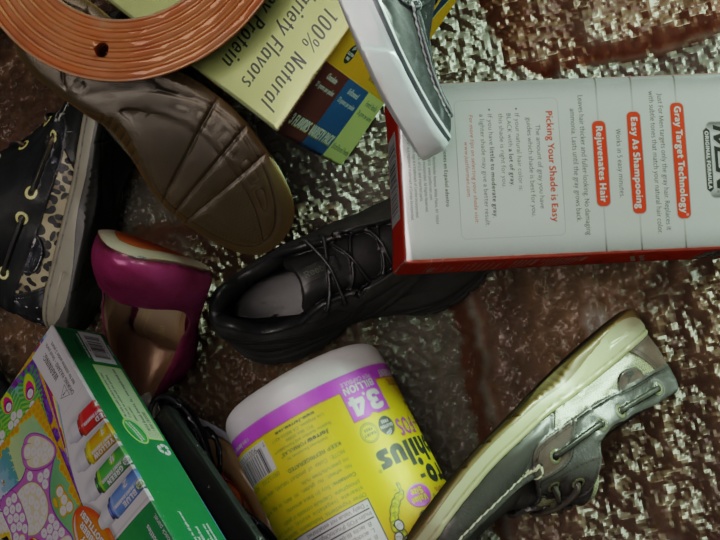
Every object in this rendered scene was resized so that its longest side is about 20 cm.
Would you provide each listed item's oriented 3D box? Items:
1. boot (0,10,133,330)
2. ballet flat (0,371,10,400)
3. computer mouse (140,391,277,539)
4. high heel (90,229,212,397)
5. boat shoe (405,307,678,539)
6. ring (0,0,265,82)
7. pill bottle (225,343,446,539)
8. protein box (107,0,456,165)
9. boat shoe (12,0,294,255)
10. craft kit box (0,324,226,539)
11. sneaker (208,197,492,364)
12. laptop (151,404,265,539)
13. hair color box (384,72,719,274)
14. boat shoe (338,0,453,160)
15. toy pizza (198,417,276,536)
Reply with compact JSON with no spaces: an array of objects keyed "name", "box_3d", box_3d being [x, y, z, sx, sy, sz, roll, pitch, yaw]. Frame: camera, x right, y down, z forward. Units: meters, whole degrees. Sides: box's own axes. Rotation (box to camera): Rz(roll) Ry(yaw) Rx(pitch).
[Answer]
[{"name":"boot","box_3d":[-0.224,-0.073,1.103,0.152,0.073,0.206,12,92,14]},{"name":"ballet flat","box_3d":[-0.295,0.045,1.119,0.198,0.073,0.074,17,90,18]},{"name":"computer mouse","box_3d":[-0.154,0.179,1.039,0.199,0.053,0.139,-39,75,16]},{"name":"high heel","box_3d":[-0.126,0.035,1.006,0.067,0.200,0.097,20,86,10]},{"name":"boat shoe","box_3d":[0.107,0.101,0.967,0.066,0.072,0.201,45,61,6]},{"name":"ring","box_3d":[-0.127,-0.202,0.972,0.198,0.019,0.203,-2,83,13]},{"name":"pill bottle","box_3d":[0.008,0.152,1.008,0.104,0.104,0.202,-30,79,11]},{"name":"protein box","box_3d":[-0.047,-0.208,1.035,0.199,0.135,0.199,38,95,15]},{"name":"boat shoe","box_3d":[-0.114,-0.093,1.024,0.073,0.065,0.200,-43,96,13]},{"name":"craft kit box","box_3d":[-0.169,0.170,0.970,0.198,0.048,0.200,-55,49,20]},{"name":"sneaker","box_3d":[0.000,0.000,1.030,0.199,0.091,0.077,-28,78,10]},{"name":"laptop","box_3d":[-0.074,0.217,0.979,0.188,0.115,0.200,-55,50,16]},{"name":"hair color box","box_3d":[0.116,-0.054,0.984,0.197,0.061,0.103,-2,84,-5]},{"name":"boat shoe","box_3d":[0.017,-0.160,0.914,0.067,0.072,0.202,-22,90,3]},{"name":"toy pizza","box_3d":[-0.135,0.187,1.082,0.198,0.032,0.203,-1,85,16]}]
